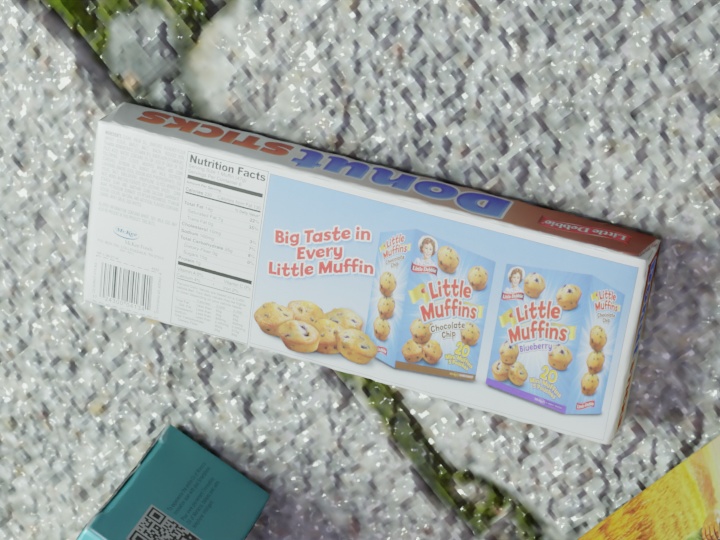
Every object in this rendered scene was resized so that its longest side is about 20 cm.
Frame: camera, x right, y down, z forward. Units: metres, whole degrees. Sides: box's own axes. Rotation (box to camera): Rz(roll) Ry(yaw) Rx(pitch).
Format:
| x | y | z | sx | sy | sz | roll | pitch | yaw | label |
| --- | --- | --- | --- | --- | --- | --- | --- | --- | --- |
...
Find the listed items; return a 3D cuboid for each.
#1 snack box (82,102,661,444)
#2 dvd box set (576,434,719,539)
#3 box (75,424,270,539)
| x | y | z | sx | sy | sz | roll | pitch | yaw | label |
| --- | --- | --- | --- | --- | --- | --- | --- | --- | --- |
| 0.000 | 0.000 | 0.765 | 0.199 | 0.024 | 0.072 | 15 | 115 | 13 | snack box |
| 0.136 | 0.113 | 0.701 | 0.029 | 0.147 | 0.200 | 29 | 125 | -32 | dvd box set |
| -0.112 | 0.158 | 0.840 | 0.049 | 0.082 | 0.200 | 34 | 119 | 1 | box |
